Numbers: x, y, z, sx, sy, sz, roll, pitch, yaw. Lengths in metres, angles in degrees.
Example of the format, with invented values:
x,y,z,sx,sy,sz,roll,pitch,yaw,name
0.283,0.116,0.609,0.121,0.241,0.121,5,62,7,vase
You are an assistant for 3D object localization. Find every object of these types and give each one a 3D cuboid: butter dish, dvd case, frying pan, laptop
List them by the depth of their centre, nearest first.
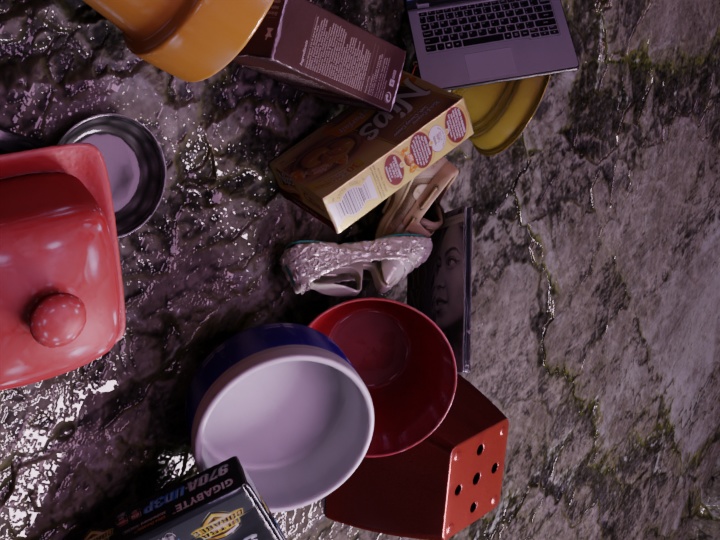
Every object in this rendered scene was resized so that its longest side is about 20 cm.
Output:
x,y,z,sx,sy,sz,roll,pitch,yaw,name
-0.267,0.017,0.768,0.199,0.148,0.201,-16,118,-33,butter dish
-0.261,-0.081,0.848,0.189,0.031,0.116,-8,108,-37,frying pan
0.147,-0.332,1.110,0.116,0.186,0.201,79,3,-63,laptop
0.096,0.030,1.204,0.016,0.149,0.201,6,81,-24,dvd case

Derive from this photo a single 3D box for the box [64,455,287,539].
x,y,z,sx,sy,sz,roll,pitch,yaw,name
-0.186,0.298,1.004,0.199,0.046,0.160,-25,130,-5,box

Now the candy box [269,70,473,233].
x,y,z,sx,sy,sz,roll,pitch,yaw,name
0.012,-0.135,1.057,0.200,0.115,0.055,-37,132,-16,candy box

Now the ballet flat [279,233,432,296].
x,y,z,sx,sy,sz,roll,pitch,yaw,name
0.000,0.000,1.125,0.199,0.072,0.072,-4,109,-25,ballet flat

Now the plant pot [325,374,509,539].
x,y,z,sx,sy,sz,roll,pitch,yaw,name
0.088,0.249,1.289,0.199,0.176,0.201,-16,116,-47,plant pot

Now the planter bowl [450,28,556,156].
x,y,z,sx,sy,sz,roll,pitch,yaw,name
0.158,-0.254,1.213,0.083,0.200,0.202,17,91,-20,planter bowl

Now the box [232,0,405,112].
x,y,z,sx,sy,sz,roll,pitch,yaw,name
-0.053,-0.228,0.993,0.199,0.100,0.075,8,97,-53,box

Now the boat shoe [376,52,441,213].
x,y,z,sx,sy,sz,roll,pitch,yaw,name
0.055,-0.169,1.184,0.074,0.063,0.202,-43,156,-74,boat shoe

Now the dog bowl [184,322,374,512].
x,y,z,sx,sy,sz,roll,pitch,yaw,name
-0.090,0.162,1.046,0.199,0.079,0.201,-8,117,-17,dog bowl

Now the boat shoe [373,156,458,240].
x,y,z,sx,sy,sz,roll,pitch,yaw,name
0.068,-0.065,1.179,0.071,0.064,0.200,-46,163,-35,boat shoe

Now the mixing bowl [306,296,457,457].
x,y,z,sx,sy,sz,roll,pitch,yaw,name
0.011,0.113,1.162,0.108,0.199,0.202,-99,-166,-75,mixing bowl

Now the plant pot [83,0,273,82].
x,y,z,sx,sy,sz,roll,pitch,yaw,name
-0.177,-0.281,0.764,0.183,0.200,0.201,22,87,-36,plant pot
